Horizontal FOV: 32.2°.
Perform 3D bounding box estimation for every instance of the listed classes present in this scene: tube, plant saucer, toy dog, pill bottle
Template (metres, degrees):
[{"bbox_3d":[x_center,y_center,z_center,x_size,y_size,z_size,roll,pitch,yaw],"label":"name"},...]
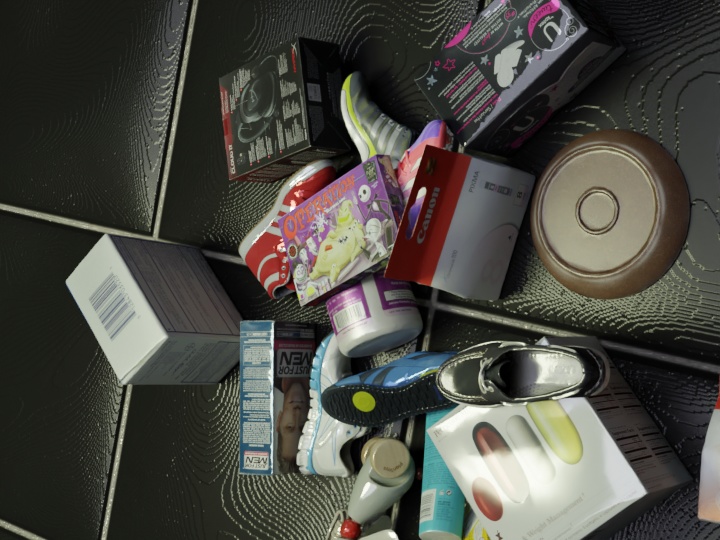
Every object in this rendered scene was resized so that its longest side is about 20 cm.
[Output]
[{"bbox_3d":[0.104,0.229,1.520,0.077,0.050,0.201,-10,58,29],"label":"tube"},{"bbox_3d":[0.281,-0.067,1.454,0.199,0.034,0.202,-2,86,34],"label":"plant saucer"},{"bbox_3d":[0.031,0.301,1.564,0.096,0.132,0.201,21,106,-5],"label":"toy dog"},{"bbox_3d":[0.000,0.000,1.594,0.112,0.112,0.201,-26,72,30],"label":"pill bottle"}]

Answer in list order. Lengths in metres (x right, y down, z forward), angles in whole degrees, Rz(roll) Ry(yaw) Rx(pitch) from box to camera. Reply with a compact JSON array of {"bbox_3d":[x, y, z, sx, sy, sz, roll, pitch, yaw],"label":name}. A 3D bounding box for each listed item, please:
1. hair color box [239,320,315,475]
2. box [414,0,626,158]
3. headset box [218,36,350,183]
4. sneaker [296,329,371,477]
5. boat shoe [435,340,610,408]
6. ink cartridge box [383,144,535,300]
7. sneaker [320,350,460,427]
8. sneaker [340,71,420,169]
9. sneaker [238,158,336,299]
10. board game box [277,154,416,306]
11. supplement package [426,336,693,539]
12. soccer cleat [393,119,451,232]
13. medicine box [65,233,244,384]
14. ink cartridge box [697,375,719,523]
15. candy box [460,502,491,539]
[{"bbox_3d":[-0.109,0.168,1.662,0.060,0.100,0.201,-2,86,33],"label":"hair color box"},{"bbox_3d":[0.189,-0.241,1.470,0.200,0.132,0.115,-42,68,24],"label":"box"},{"bbox_3d":[-0.111,-0.209,1.687,0.199,0.077,0.150,-18,76,47],"label":"headset box"},{"bbox_3d":[-0.022,0.175,1.629,0.086,0.075,0.201,10,97,24],"label":"sneaker"},{"bbox_3d":[0.162,0.111,1.326,0.199,0.060,0.074,-1,85,32],"label":"boat shoe"},{"bbox_3d":[0.121,-0.052,1.460,0.057,0.200,0.163,21,98,30],"label":"ink cartridge box"},{"bbox_3d":[0.048,0.143,1.568,0.199,0.079,0.066,-14,114,22],"label":"sneaker"},{"bbox_3d":[0.035,-0.172,1.617,0.081,0.074,0.201,-25,74,14],"label":"sneaker"},{"bbox_3d":[-0.078,-0.048,1.674,0.200,0.071,0.113,-50,58,29],"label":"sneaker"},{"bbox_3d":[-0.020,-0.045,1.512,0.200,0.032,0.121,-31,66,44],"label":"board game box"},{"bbox_3d":[0.222,0.208,1.405,0.191,0.147,0.201,-42,66,24],"label":"supplement package"},{"bbox_3d":[0.053,-0.093,1.484,0.076,0.067,0.201,18,125,3],"label":"soccer cleat"},{"bbox_3d":[-0.272,0.057,1.720,0.103,0.200,0.183,-45,64,21],"label":"medicine box"},{"bbox_3d":[0.445,0.175,1.314,0.161,0.050,0.201,3,92,34],"label":"ink cartridge box"},{"bbox_3d":[0.128,0.339,1.446,0.026,0.200,0.103,25,106,-7],"label":"candy box"}]
